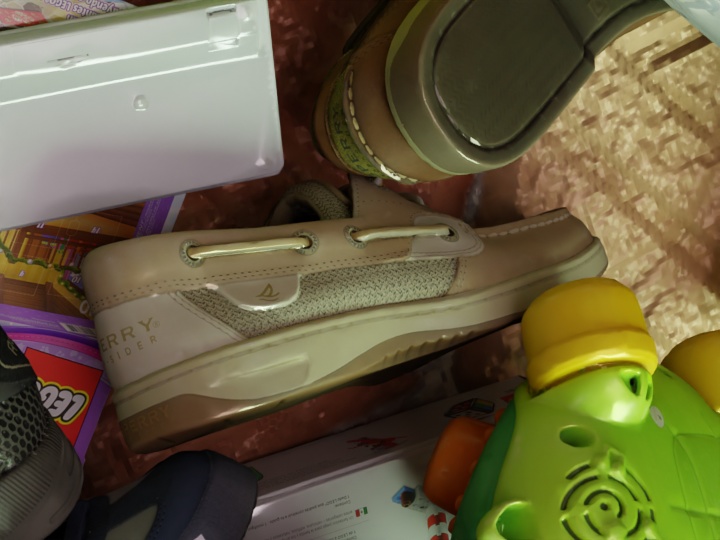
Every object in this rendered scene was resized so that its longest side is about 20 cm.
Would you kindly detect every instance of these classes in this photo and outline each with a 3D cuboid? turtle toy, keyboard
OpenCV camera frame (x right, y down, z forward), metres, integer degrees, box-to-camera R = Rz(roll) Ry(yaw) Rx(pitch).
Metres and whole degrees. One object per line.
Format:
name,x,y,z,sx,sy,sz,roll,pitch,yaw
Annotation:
turtle toy,0.092,0.096,0.771,0.200,0.101,0.147,19,51,-49
keyboard,-0.114,-0.035,0.694,0.199,0.011,0.057,-13,114,-23

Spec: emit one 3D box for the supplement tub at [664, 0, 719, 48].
supplement tub,0.188,-0.079,0.749,0.200,0.122,0.123,35,86,-24

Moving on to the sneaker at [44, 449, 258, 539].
sneaker,-0.120,0.107,0.709,0.200,0.070,0.082,-42,106,12

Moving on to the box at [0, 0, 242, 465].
box,-0.147,-0.035,0.704,0.199,0.039,0.138,20,93,-29

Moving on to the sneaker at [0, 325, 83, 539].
sneaker,-0.176,0.061,0.647,0.199,0.076,0.115,-34,119,-20

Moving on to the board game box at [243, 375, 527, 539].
board game box,-0.018,0.123,0.810,0.199,0.035,0.127,-16,109,-22

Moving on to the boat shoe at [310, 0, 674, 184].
boat shoe,0.058,-0.096,0.776,0.200,0.068,0.072,-38,107,-36

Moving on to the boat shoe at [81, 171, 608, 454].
boat shoe,0.000,0.000,0.755,0.199,0.072,0.065,-16,83,-44
